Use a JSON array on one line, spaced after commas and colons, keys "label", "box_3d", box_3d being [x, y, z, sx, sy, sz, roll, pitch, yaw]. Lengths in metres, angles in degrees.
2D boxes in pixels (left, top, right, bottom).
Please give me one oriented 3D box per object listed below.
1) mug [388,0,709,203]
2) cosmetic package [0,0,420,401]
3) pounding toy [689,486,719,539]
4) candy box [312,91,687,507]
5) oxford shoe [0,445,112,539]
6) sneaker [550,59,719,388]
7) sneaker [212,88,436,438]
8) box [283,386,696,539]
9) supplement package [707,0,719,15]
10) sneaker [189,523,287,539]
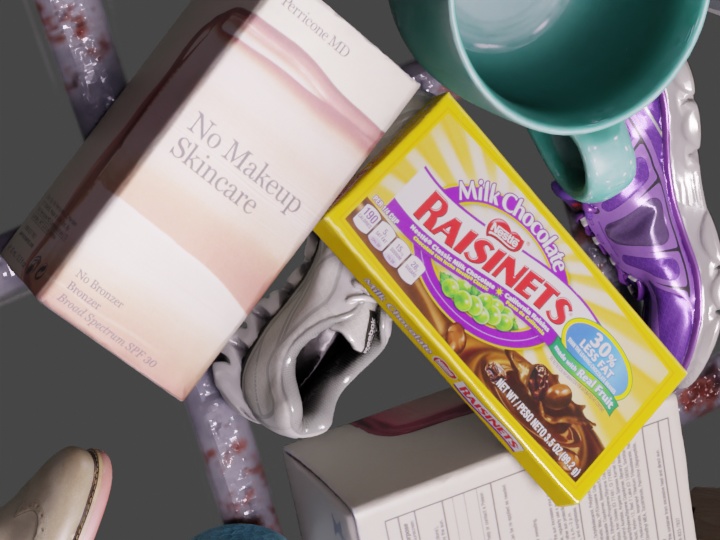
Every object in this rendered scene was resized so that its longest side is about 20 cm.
[{"label": "mug", "box_3d": [0.084, -0.141, 1.083, 0.151, 0.114, 0.186, 12, 100, -26]}, {"label": "cosmetic package", "box_3d": [-0.076, -0.050, 1.055, 0.103, 0.087, 0.201, 36, 89, -27]}, {"label": "pounding toy", "box_3d": [0.292, 0.195, 1.220, 0.199, 0.184, 0.143, 27, 77, -17]}, {"label": "candy box", "box_3d": [0.074, 0.015, 1.088, 0.200, 0.026, 0.102, 48, 65, -10]}, {"label": "oxford shoe", "box_3d": [-0.205, 0.164, 1.074, 0.074, 0.071, 0.200, 39, 88, -26]}, {"label": "sneaker", "box_3d": [0.152, -0.030, 1.183, 0.083, 0.081, 0.201, -13, 101, -5]}, {"label": "sneaker", "box_3d": [0.000, 0.000, 1.110, 0.075, 0.081, 0.201, 27, 92, -26]}, {"label": "box", "box_3d": [0.074, 0.138, 1.168, 0.199, 0.109, 0.129, -17, 112, -18]}, {"label": "supplement package", "box_3d": [0.270, -0.217, 1.120, 0.110, 0.156, 0.201, 13, 101, -26]}, {"label": "sneaker", "box_3d": [-0.102, 0.232, 1.106, 0.200, 0.079, 0.131, -28, 122, -43]}]
